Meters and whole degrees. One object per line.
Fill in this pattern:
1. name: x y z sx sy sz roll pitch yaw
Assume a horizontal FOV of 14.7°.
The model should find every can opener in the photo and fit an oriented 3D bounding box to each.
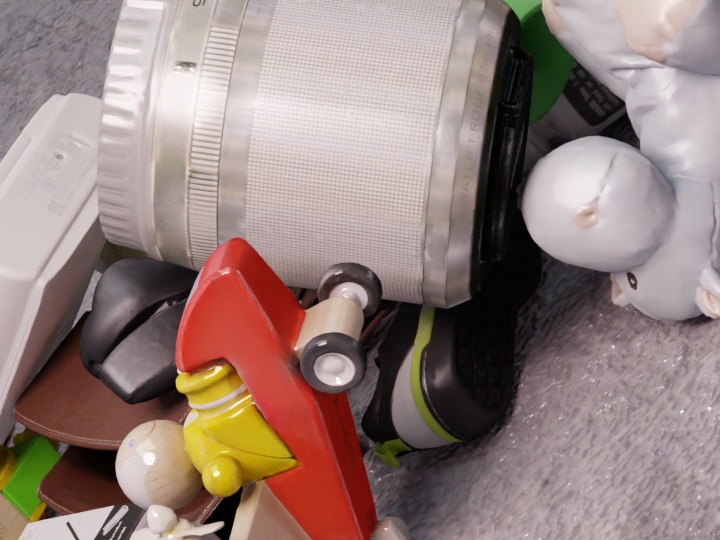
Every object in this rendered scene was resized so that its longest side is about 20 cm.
1. can opener: -0.065 -0.001 1.496 0.200 0.079 0.063 -36 -18 -19

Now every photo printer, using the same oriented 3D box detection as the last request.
1. photo printer: -0.206 0.015 1.656 0.200 0.069 0.167 -64 0 42

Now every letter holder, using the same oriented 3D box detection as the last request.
1. letter holder: -0.120 0.112 1.557 0.142 0.101 0.200 -52 26 -18

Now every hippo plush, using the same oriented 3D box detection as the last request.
1. hippo plush: 0.152 -0.061 1.405 0.159 0.200 0.161 23 89 64

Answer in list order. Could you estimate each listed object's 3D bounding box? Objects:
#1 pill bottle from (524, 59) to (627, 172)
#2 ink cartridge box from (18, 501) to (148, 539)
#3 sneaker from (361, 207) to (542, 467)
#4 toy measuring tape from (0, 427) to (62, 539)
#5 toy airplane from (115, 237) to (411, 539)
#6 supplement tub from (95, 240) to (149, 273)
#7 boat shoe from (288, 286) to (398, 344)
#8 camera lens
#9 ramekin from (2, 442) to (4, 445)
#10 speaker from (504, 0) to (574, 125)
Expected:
1. pill bottle: 0.134 -0.147 1.598 0.200 0.114 0.114 -36 24 10
2. ink cartridge box: -0.165 0.203 1.388 0.094 0.044 0.200 -14 33 38
3. sneaker: 0.039 0.025 1.502 0.083 0.072 0.200 -29 26 32
4. toy measuring tape: -0.244 0.169 1.683 0.073 0.074 0.200 -12 37 48
5. toy airplane: -0.046 0.099 1.350 0.141 0.200 0.200 -6 77 12
6. supplement tub: -0.094 -0.051 1.739 0.145 0.145 0.200 -51 25 -21
7. boat shoe: 0.000 0.000 1.574 0.200 0.070 0.070 -56 31 26
8. camera lens: -0.019 -0.070 1.405 0.199 0.160 0.160 8 38 7
9. ramekin: -0.328 0.115 1.863 0.200 0.098 0.201 -33 26 18
10. speaker: 0.019 -0.144 1.546 0.200 0.089 0.088 25 65 34
